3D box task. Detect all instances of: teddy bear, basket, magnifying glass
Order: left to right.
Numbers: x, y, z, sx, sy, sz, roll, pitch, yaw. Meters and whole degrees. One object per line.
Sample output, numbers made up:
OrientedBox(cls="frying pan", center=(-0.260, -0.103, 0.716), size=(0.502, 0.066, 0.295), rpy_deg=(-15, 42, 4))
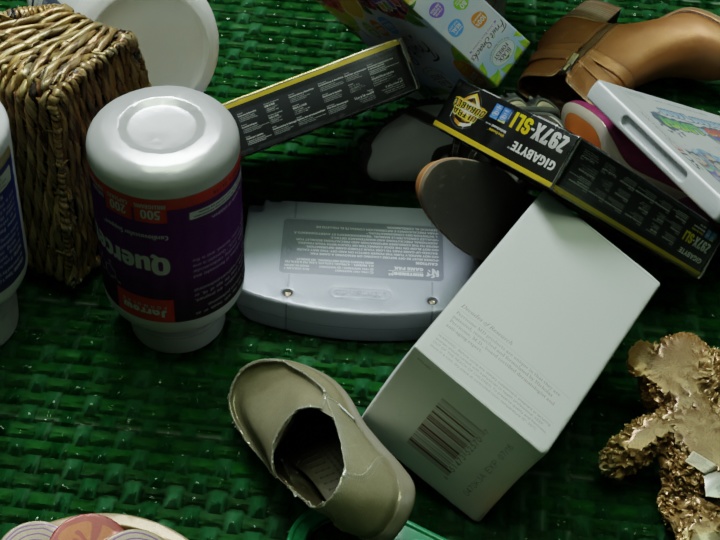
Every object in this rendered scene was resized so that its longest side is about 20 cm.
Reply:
OrientedBox(cls="basket", center=(-0.261, -0.115, 1.193), size=(0.148, 0.201, 0.143), rpy_deg=(19, 42, 18))
OrientedBox(cls="magnifying glass", center=(0.047, 0.200, 1.016), size=(0.198, 0.023, 0.080), rpy_deg=(3, 43, 3))
OrientedBox(cls="teddy bear", center=(0.250, 0.143, 1.066), size=(0.144, 0.067, 0.201), rpy_deg=(-24, 56, -14))

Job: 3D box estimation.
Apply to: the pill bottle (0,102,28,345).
OrientedBox(cls="pill bottle", center=(-0.313, -0.032, 1.103), size=(0.119, 0.201, 0.120), rpy_deg=(2, 43, -2))

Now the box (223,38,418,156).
OrientedBox(cls="box", center=(-0.062, -0.134, 1.243), size=(0.199, 0.050, 0.160), rpy_deg=(-21, 4, -8))

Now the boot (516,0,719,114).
OrientedBox(cls="boot", center=(0.260, -0.190, 1.405), size=(0.199, 0.074, 0.155), rpy_deg=(14, 42, 28))

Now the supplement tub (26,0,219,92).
OrientedBox(cls="supplement tub", center=(-0.221, -0.223, 1.328), size=(0.139, 0.141, 0.200), rpy_deg=(-15, 29, -19))

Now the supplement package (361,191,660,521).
OrientedBox(cls="supplement package", center=(0.111, 0.060, 1.074), size=(0.117, 0.117, 0.200), rpy_deg=(38, 51, 5))

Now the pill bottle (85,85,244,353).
OrientedBox(cls="pill bottle", center=(-0.144, -0.032, 1.113), size=(0.111, 0.201, 0.113), rpy_deg=(1, 44, -1))

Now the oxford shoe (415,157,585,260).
OrientedBox(cls="oxford shoe", center=(0.102, -0.048, 1.198), size=(0.199, 0.072, 0.071), rpy_deg=(23, 7, -47))

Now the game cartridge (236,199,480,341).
OrientedBox(cls="game cartridge", center=(0.000, 0.000, 1.212), size=(0.198, 0.041, 0.134), rpy_deg=(4, 40, 0))

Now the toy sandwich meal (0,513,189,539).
OrientedBox(cls="toy sandwich meal", center=(-0.172, 0.224, 0.937), size=(0.203, 0.071, 0.206), rpy_deg=(2, 43, -2))

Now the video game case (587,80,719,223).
OrientedBox(cls="video game case", center=(0.313, -0.091, 1.270), size=(0.199, 0.024, 0.182), rpy_deg=(8, 33, -42))

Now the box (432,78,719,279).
OrientedBox(cls="box", center=(0.175, -0.074, 1.178), size=(0.199, 0.050, 0.160), rpy_deg=(26, 8, -40))

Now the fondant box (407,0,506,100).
OrientedBox(cls="fondant box", center=(0.096, -0.277, 1.389), size=(0.058, 0.201, 0.145), rpy_deg=(18, 44, 14))

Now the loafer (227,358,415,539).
OrientedBox(cls="loafer", center=(-0.038, 0.115, 1.030), size=(0.200, 0.068, 0.076), rpy_deg=(35, 91, 46))

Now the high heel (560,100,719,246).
OrientedBox(cls="high heel", center=(0.263, -0.093, 1.307), size=(0.095, 0.068, 0.200), rpy_deg=(-14, 42, -28))

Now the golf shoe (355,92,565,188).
OrientedBox(cls="golf shoe", center=(0.098, -0.103, 1.296), size=(0.198, 0.078, 0.095), rpy_deg=(-12, 46, -14))

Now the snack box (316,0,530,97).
OrientedBox(cls="snack box", center=(0.047, -0.214, 1.247), size=(0.142, 0.200, 0.053), rpy_deg=(39, 85, -14))
